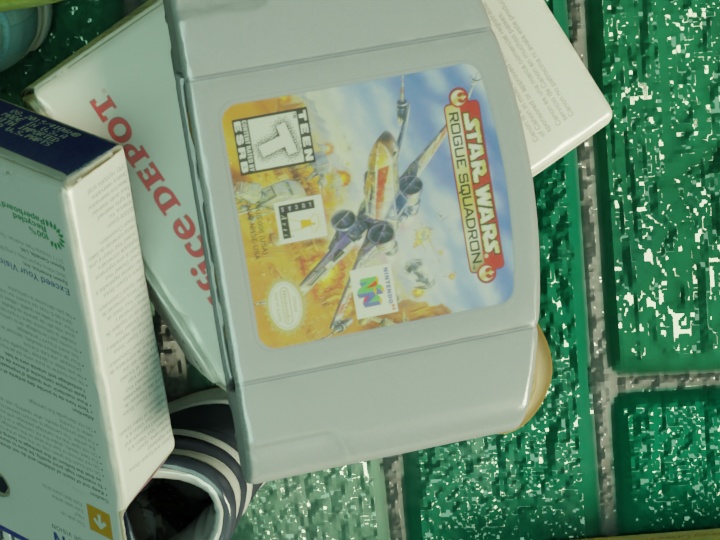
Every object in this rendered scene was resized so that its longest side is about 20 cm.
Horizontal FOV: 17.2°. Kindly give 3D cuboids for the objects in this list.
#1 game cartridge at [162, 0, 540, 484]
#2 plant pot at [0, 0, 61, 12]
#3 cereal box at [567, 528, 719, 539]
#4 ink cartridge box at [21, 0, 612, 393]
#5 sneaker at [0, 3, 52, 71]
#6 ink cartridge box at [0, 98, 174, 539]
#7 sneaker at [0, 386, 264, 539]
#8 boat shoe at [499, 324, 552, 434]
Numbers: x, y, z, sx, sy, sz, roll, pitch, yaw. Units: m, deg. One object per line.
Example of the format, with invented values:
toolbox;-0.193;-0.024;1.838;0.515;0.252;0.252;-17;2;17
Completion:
game cartridge;0.002;-0.027;0.932;0.132;0.042;0.202;-11;97;-7
plant pot;-0.144;-0.222;0.932;0.199;0.200;0.186;-15;80;12
cereal box;0.166;0.219;1.121;0.142;0.040;0.202;-5;107;11
ink cartridge box;-0.020;-0.068;0.985;0.199;0.086;0.148;-34;99;-7
sneaker;-0.239;-0.122;1.038;0.198;0.082;0.075;4;108;6
ink cartridge box;-0.163;0.014;0.988;0.195;0.043;0.201;21;133;34
sneaker;-0.132;0.123;1.092;0.199;0.109;0.070;-27;103;15
boat shoe;-0.002;0.002;1.067;0.200;0.063;0.074;32;85;-10
